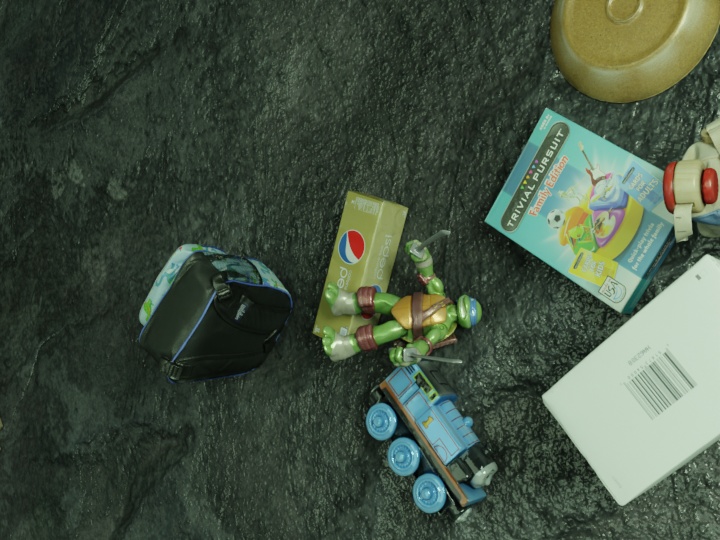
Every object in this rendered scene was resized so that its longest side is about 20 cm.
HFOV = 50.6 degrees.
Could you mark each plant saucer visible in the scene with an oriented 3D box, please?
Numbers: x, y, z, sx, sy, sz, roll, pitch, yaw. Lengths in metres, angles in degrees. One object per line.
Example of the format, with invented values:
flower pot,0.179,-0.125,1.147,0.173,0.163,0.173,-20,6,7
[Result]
plant saucer,0.304,-0.297,0.866,0.196,0.035,0.206,-3,85,35

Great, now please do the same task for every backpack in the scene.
backpack,-0.206,0.057,1.108,0.147,0.198,0.185,42,107,30

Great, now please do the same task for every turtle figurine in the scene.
turtle figurine,0.041,0.039,0.915,0.189,0.199,0.148,-9,89,18

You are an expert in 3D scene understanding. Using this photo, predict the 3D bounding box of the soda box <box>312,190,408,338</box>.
soda box,0.000,0.000,1.043,0.063,0.067,0.205,20,99,35

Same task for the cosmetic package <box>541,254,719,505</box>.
cosmetic package,0.312,0.102,0.732,0.200,0.198,0.124,-47,66,23

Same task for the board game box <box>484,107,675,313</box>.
board game box,0.260,-0.071,0.874,0.199,0.046,0.153,37,108,31

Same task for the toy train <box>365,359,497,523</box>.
toy train,0.090,0.210,0.957,0.114,0.086,0.201,-46,63,17

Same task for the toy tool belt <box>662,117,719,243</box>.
toy tool belt,0.367,-0.084,0.708,0.121,0.198,0.128,-1,95,37

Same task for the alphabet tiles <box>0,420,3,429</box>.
alphabet tiles,-0.839,0.356,1.659,0.200,0.007,0.169,-46,62,24
